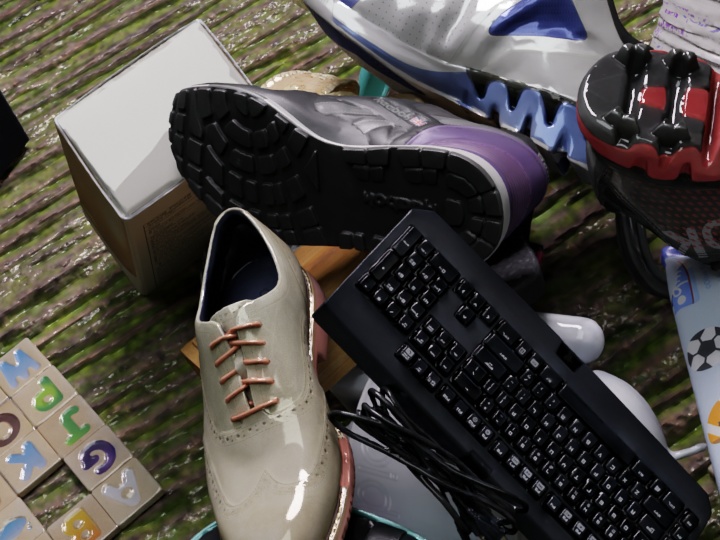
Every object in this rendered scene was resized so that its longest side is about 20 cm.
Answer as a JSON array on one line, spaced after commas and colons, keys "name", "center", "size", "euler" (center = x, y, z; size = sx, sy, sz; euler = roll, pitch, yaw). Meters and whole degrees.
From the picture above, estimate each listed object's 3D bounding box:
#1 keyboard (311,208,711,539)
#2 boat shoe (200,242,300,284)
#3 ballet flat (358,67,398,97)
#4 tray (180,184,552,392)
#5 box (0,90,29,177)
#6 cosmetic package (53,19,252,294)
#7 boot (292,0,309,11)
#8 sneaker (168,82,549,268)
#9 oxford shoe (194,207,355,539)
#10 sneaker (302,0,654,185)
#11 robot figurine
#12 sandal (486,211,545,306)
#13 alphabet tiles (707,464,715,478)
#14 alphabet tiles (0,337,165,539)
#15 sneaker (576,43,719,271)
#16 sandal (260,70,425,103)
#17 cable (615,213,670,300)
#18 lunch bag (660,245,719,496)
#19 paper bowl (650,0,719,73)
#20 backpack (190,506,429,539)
[{"name": "keyboard", "center": [0.067, 0.071, 0.679], "size": [0.200, 0.040, 0.104], "euler": [44, 74, -2]}, {"name": "boat shoe", "center": [-0.021, 0.014, 0.908], "size": [0.199, 0.062, 0.075], "euler": [26, 64, 33]}, {"name": "ballet flat", "center": [0.027, -0.084, 0.955], "size": [0.069, 0.070, 0.201], "euler": [-5, 38, 14]}, {"name": "tray", "center": [0.000, 0.000, 0.821], "size": [0.200, 0.037, 0.099], "euler": [-40, 23, -11]}, {"name": "box", "center": [-0.375, -0.078, 1.064], "size": [0.198, 0.118, 0.198], "euler": [16, 59, 27]}, {"name": "cosmetic package", "center": [-0.113, -0.060, 0.905], "size": [0.105, 0.200, 0.071], "euler": [-36, 83, -13]}, {"name": "boot", "center": [0.061, -0.156, 0.945], "size": [0.154, 0.199, 0.073], "euler": [38, 113, 28]}, {"name": "sneaker", "center": [-0.001, -0.054, 0.774], "size": [0.198, 0.077, 0.087], "euler": [18, 29, 25]}, {"name": "oxford shoe", "center": [-0.050, 0.056, 0.696], "size": [0.070, 0.074, 0.201], "euler": [-22, 43, 9]}, {"name": "sneaker", "center": [0.077, -0.136, 0.830], "size": [0.198, 0.081, 0.116], "euler": [29, 88, 11]}, {"name": "robot figurine", "center": [0.070, 0.099, 0.776], "size": [0.198, 0.113, 0.171], "euler": [10, 72, 25]}, {"name": "sandal", "center": [0.071, -0.005, 0.858], "size": [0.074, 0.045, 0.200], "euler": [-19, 21, 10]}, {"name": "alphabet tiles", "center": [0.286, 0.069, 0.799], "size": [0.200, 0.006, 0.166], "euler": [-40, 51, -14]}, {"name": "alphabet tiles", "center": [-0.237, 0.147, 0.911], "size": [0.200, 0.008, 0.167], "euler": [-40, 51, -15]}, {"name": "sneaker", "center": [0.197, -0.042, 0.724], "size": [0.198, 0.098, 0.071], "euler": [13, 55, 10]}, {"name": "sandal", "center": [-0.036, -0.081, 0.891], "size": [0.078, 0.069, 0.211], "euler": [-59, 17, -10]}, {"name": "cable", "center": [0.139, -0.078, 0.889], "size": [0.097, 0.050, 0.201], "euler": [-40, 94, -20]}, {"name": "lunch bag", "center": [0.265, 0.053, 0.735], "size": [0.198, 0.124, 0.171], "euler": [-19, 48, 14]}, {"name": "paper bowl", "center": [0.252, -0.089, 0.835], "size": [0.198, 0.105, 0.201], "euler": [13, 15, -4]}, {"name": "backpack", "center": [-0.025, 0.213, 0.689], "size": [0.174, 0.154, 0.202], "euler": [9, 66, 25]}]
